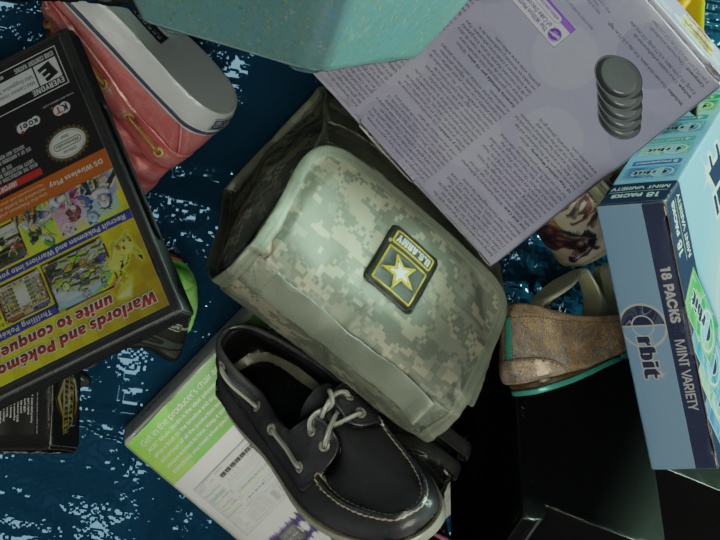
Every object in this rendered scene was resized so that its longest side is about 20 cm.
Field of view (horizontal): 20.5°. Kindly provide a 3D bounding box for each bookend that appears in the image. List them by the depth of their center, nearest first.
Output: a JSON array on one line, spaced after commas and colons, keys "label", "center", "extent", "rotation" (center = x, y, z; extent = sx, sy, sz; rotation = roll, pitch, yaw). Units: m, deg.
[{"label": "bookend", "center": [0.164, 0.153, 1.259], "extent": [0.200, 0.199, 0.092], "rotation": [22, 122, -13]}]

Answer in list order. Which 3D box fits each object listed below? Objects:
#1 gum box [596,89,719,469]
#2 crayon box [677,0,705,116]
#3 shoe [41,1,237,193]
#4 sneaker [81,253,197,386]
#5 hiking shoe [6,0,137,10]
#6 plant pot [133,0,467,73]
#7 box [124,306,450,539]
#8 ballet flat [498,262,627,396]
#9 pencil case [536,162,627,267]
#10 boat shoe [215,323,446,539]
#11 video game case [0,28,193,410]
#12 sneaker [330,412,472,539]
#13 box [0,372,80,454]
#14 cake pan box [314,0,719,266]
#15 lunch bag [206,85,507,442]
[{"label": "gum box", "center": [0.203, -0.003, 1.200], "extent": [0.044, 0.200, 0.170], "rotation": [-4, 114, 25]}, {"label": "crayon box", "center": [0.170, -0.201, 1.201], "extent": [0.051, 0.127, 0.200], "rotation": [-3, 106, -6]}, {"label": "shoe", "center": [-0.170, -0.141, 1.207], "extent": [0.200, 0.071, 0.091], "rotation": [48, 119, -1]}, {"label": "sneaker", "center": [-0.202, 0.035, 1.254], "extent": [0.200, 0.077, 0.084], "rotation": [-2, 109, -2]}, {"label": "hiking shoe", "center": [-0.177, -0.185, 1.122], "extent": [0.200, 0.087, 0.075], "rotation": [11, 78, -15]}, {"label": "plant pot", "center": [-0.025, -0.213, 1.038], "extent": [0.196, 0.196, 0.200], "rotation": [19, 107, 26]}, {"label": "box", "center": [-0.036, 0.121, 1.321], "extent": [0.144, 0.036, 0.200], "rotation": [-45, 107, 7]}, {"label": "ballet flat", "center": [0.157, 0.029, 1.261], "extent": [0.068, 0.200, 0.067], "rotation": [-14, 88, 40]}, {"label": "pencil case", "center": [0.103, -0.095, 1.244], "extent": [0.078, 0.089, 0.200], "rotation": [-40, 107, -1]}, {"label": "boat shoe", "center": [-0.026, 0.097, 1.194], "extent": [0.073, 0.200, 0.063], "rotation": [-35, 134, -18]}, {"label": "video game case", "center": [-0.218, -0.014, 1.141], "extent": [0.200, 0.026, 0.181], "rotation": [-26, 77, 9]}, {"label": "sneaker", "center": [0.032, 0.138, 1.220], "extent": [0.071, 0.200, 0.099], "rotation": [36, 88, -22]}, {"label": "box", "center": [-0.264, 0.009, 1.187], "extent": [0.198, 0.050, 0.200], "rotation": [-2, 83, 16]}, {"label": "cake pan box", "center": [0.079, -0.131, 1.151], "extent": [0.200, 0.052, 0.184], "rotation": [46, 115, -5]}, {"label": "lunch bag", "center": [0.000, 0.000, 1.197], "extent": [0.164, 0.200, 0.118], "rotation": [40, 108, -15]}]
